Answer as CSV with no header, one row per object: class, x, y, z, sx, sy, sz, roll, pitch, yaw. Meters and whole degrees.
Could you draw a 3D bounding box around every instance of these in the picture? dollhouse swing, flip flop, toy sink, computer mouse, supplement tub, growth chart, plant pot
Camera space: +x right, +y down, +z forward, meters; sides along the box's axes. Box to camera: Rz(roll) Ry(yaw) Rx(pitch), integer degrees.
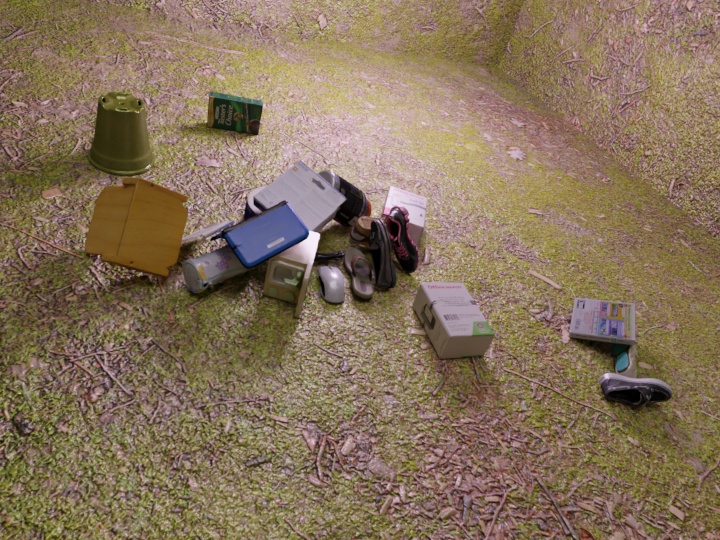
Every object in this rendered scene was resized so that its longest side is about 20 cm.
dollhouse swing,-0.554,-0.103,1.385,0.178,0.207,0.173,19,-13,-38
flip flop,0.000,0.000,1.578,0.078,0.059,0.203,7,38,-15
toy sink,-0.181,-0.002,1.438,0.108,0.133,0.203,14,37,-5
computer mouse,-0.079,0.008,1.543,0.106,0.045,0.203,4,39,-19
supplement tub,-0.060,-0.214,1.724,0.198,0.123,0.124,26,22,-44
growth chart,-0.410,-0.092,1.441,0.144,0.018,0.197,-36,18,-35
plant pot,-0.719,-0.423,1.692,0.194,0.188,0.203,12,35,-9

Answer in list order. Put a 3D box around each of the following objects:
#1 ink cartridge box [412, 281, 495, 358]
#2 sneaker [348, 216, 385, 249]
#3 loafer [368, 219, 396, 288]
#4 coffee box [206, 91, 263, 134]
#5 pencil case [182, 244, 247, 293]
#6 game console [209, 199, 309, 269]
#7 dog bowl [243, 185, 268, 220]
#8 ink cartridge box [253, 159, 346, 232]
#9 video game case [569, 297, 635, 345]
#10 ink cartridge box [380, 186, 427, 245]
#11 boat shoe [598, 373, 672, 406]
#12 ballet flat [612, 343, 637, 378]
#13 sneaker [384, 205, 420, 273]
ink cartridge box,0.245,0.129,1.499,0.141,0.086,0.203,1,40,-24
sneaker,0.053,-0.108,1.722,0.195,0.091,0.076,9,44,-34
loafer,0.053,-0.049,1.595,0.061,0.072,0.207,-5,74,-26
coffee box,-0.464,-0.577,2.065,0.193,0.125,0.045,6,39,-19
pencil case,-0.350,-0.013,1.413,0.089,0.086,0.198,13,27,34
game console,-0.255,-0.085,1.417,0.197,0.119,0.172,-30,72,-30
dog bowl,-0.246,-0.164,1.662,0.193,0.080,0.203,13,36,-9
ink cartridge box,-0.170,-0.194,1.589,0.198,0.041,0.200,40,60,14
video game case,0.731,0.150,1.690,0.176,0.023,0.200,5,30,25
ink cartridge box,0.140,-0.182,1.856,0.142,0.085,0.202,17,36,-1
boat shoe,0.732,0.325,1.478,0.193,0.073,0.069,13,33,-4
ballet flat,0.763,0.250,1.607,0.068,0.071,0.201,24,38,9
sneaker,0.115,-0.082,1.641,0.077,0.206,0.095,-11,15,29
